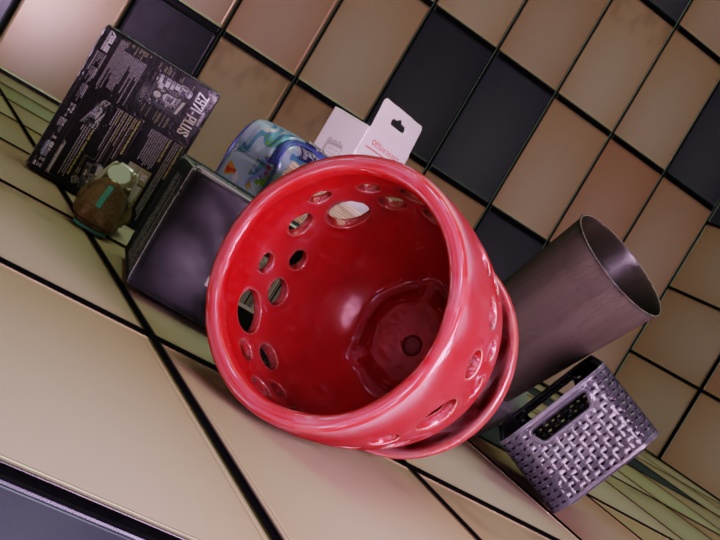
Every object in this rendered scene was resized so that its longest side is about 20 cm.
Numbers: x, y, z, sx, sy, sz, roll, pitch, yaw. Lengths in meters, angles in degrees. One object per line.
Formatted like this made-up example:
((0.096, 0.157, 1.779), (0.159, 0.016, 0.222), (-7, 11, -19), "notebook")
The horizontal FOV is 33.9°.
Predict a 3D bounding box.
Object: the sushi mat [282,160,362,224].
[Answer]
((-0.013, -0.027, 1.228), (0.200, 0.096, 0.012), (37, 45, -4), "sushi mat")

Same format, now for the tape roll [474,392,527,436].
((0.120, 0.098, 1.436), (0.200, 0.066, 0.201), (46, 24, -27), "tape roll")

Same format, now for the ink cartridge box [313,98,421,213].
((-0.014, -0.131, 1.536), (0.067, 0.200, 0.116), (33, 2, 31), "ink cartridge box")

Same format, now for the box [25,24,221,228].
((-0.295, -0.179, 1.479), (0.163, 0.200, 0.086), (30, 2, -13), "box")

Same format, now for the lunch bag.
((-0.109, -0.060, 1.337), (0.082, 0.200, 0.161), (33, 2, 29), "lunch bag")

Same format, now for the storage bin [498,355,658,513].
((0.228, 0.171, 1.265), (0.094, 0.135, 0.200), (52, 4, 6), "storage bin")

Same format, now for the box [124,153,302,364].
((-0.108, -0.006, 1.112), (0.200, 0.124, 0.197), (31, 3, -14), "box")

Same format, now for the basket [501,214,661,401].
((0.216, 0.049, 1.340), (0.180, 0.200, 0.136), (8, 49, -60), "basket")

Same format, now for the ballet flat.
((-0.275, -0.084, 1.292), (0.068, 0.073, 0.200), (31, 2, -9), "ballet flat")

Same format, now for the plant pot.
((0.014, 0.036, 0.873), (0.200, 0.201, 0.182), (32, 0, 29), "plant pot")
